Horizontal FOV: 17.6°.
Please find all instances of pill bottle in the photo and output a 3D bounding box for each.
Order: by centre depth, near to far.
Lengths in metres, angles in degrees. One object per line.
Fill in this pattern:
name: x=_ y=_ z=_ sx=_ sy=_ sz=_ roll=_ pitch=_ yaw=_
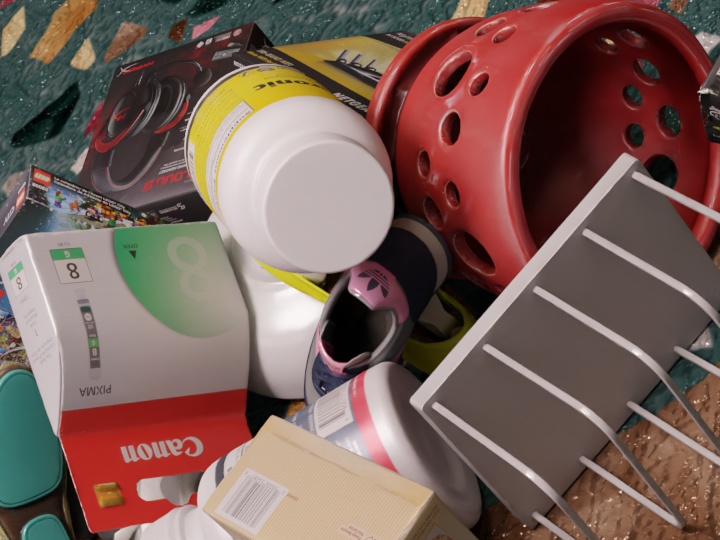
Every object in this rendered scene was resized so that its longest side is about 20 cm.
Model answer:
pill bottle: x=-0.042 y=-0.061 z=1.469 sx=0.111 sy=0.111 sz=0.200 roll=-43 pitch=21 yaw=0
pill bottle: x=-0.035 y=0.156 z=1.484 sx=0.199 sy=0.120 sz=0.120 roll=-31 pitch=38 yaw=15

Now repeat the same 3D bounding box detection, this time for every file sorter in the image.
file sorter: x=0.162 y=0.063 z=1.382 sx=0.200 sy=0.139 sz=0.124 roll=-49 pitch=40 yaw=-8

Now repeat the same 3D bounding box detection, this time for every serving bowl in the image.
serving bowl: x=-0.041 y=-0.011 z=1.662 sx=0.199 sy=0.066 sz=0.201 roll=-13 pitch=56 yaw=21

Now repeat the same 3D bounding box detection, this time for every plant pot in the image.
plant pot: x=0.112 y=-0.079 z=1.517 sx=0.182 sy=0.200 sz=0.201 roll=12 pitch=62 yaw=51

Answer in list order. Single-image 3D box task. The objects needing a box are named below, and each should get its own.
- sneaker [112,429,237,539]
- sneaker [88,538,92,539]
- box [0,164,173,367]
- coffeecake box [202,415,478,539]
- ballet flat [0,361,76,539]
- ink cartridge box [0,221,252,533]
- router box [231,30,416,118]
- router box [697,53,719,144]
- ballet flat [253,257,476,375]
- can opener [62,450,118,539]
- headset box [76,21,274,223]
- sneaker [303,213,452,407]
sneaker: x=-0.123 y=0.119 z=1.641 sx=0.088 sy=0.074 sz=0.201 roll=-7 pitch=58 yaw=8
sneaker: x=-0.204 y=0.130 z=1.701 sx=0.066 sy=0.078 sz=0.200 roll=13 pitch=61 yaw=50
box: x=-0.227 y=0.023 z=1.715 sx=0.200 sy=0.136 sz=0.038 roll=-50 pitch=27 yaw=35
coffeecake box: x=0.027 y=0.185 z=1.330 sx=0.153 sy=0.200 sz=0.073 roll=20 pitch=68 yaw=50
ballet flat: x=-0.236 y=0.163 z=1.624 sx=0.070 sy=0.201 sz=0.071 roll=-14 pitch=7 yaw=2
ink cartridge box: x=-0.140 y=0.066 z=1.568 sx=0.050 sy=0.160 sz=0.201 roll=-42 pitch=63 yaw=43
router box: x=0.020 y=-0.119 z=1.688 sx=0.157 sy=0.053 sz=0.200 roll=-11 pitch=24 yaw=-31
router box: x=0.323 y=-0.150 z=1.465 sx=0.149 sy=0.062 sz=0.200 roll=22 pitch=67 yaw=25
ballet flat: x=0.000 y=0.000 z=1.569 sx=0.200 sy=0.067 sz=0.067 roll=35 pitch=78 yaw=16
can opener: x=-0.188 y=0.088 z=1.649 sx=0.053 sy=0.201 sz=0.067 roll=-2 pitch=12 yaw=26
headset box: x=-0.144 y=-0.086 z=1.859 sx=0.148 sy=0.075 sz=0.201 roll=-14 pitch=45 yaw=32
sneaker: x=-0.009 y=0.050 z=1.511 sx=0.070 sy=0.200 sz=0.082 roll=35 pitch=46 yaw=14
